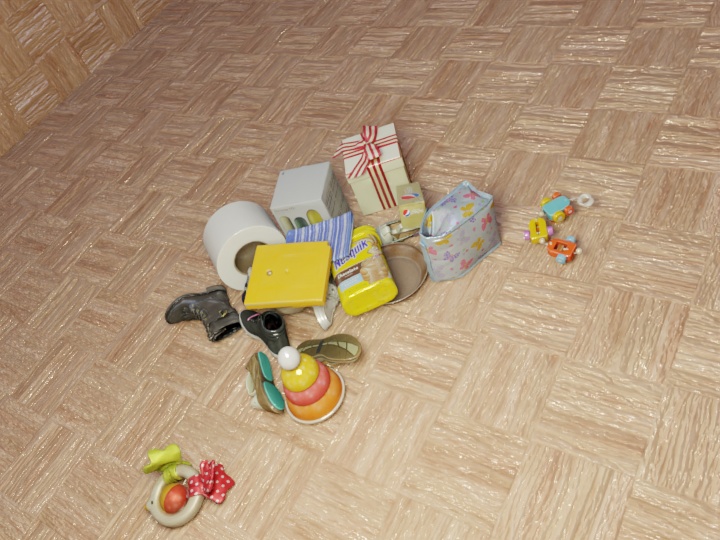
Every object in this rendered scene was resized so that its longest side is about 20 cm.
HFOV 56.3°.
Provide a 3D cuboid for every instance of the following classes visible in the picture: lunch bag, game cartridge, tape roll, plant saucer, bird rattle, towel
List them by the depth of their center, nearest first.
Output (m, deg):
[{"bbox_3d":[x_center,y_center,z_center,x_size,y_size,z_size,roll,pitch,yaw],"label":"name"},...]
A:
[{"bbox_3d":[-0.381,0.475,1.461,0.198,0.113,0.164,19,70,21],"label":"bird rattle"},{"bbox_3d":[-0.170,0.011,1.620,0.197,0.033,0.178,-2,55,13],"label":"game cartridge"},{"bbox_3d":[0.226,-0.087,1.623,0.200,0.170,0.127,-40,47,-14],"label":"lunch bag"},{"bbox_3d":[0.078,0.015,1.692,0.198,0.037,0.202,-13,45,13],"label":"plant saucer"},{"bbox_3d":[-0.111,-0.069,1.700,0.198,0.024,0.146,-16,47,25],"label":"towel"},{"bbox_3d":[-0.312,-0.067,1.823,0.201,0.204,0.139,-32,45,-7],"label":"tape roll"}]

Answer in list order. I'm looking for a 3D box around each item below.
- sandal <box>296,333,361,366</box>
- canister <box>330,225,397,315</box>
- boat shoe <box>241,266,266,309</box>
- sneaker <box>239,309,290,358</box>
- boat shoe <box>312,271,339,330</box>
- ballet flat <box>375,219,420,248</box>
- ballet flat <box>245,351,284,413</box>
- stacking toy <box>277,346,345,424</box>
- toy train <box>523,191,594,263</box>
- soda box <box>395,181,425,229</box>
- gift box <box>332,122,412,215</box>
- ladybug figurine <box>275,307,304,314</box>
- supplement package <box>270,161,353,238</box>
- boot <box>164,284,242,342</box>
[{"bbox_3d":[-0.073,0.197,1.587,0.198,0.054,0.081,-11,39,36],"label":"sandal"},{"bbox_3d":[0.000,0.000,1.655,0.147,0.087,0.201,-24,45,5],"label":"canister"},{"bbox_3d":[-0.257,0.072,1.718,0.074,0.094,0.200,12,20,-20],"label":"boat shoe"},{"bbox_3d":[-0.241,0.126,1.676,0.070,0.100,0.199,-27,44,-30],"label":"sneaker"},{"bbox_3d":[-0.081,0.061,1.696,0.068,0.071,0.202,-17,44,11],"label":"boat shoe"},{"bbox_3d":[0.098,-0.105,1.762,0.198,0.071,0.070,-20,77,4],"label":"ballet flat"},{"bbox_3d":[-0.232,0.277,1.578,0.072,0.068,0.201,-43,43,11],"label":"ballet flat"},{"bbox_3d":[-0.127,0.227,1.472,0.144,0.201,0.147,-12,45,13],"label":"stacking toy"},{"bbox_3d":[0.477,-0.097,1.607,0.149,0.056,0.201,14,60,32],"label":"toy train"},{"bbox_3d":[0.131,-0.171,1.739,0.067,0.065,0.200,-10,21,5],"label":"soda box"},{"bbox_3d":[0.034,-0.281,1.875,0.198,0.188,0.186,-19,44,5],"label":"gift box"},{"bbox_3d":[-0.175,0.033,1.747,0.135,0.072,0.202,-39,42,26],"label":"ladybug figurine"},{"bbox_3d":[-0.128,-0.160,1.827,0.150,0.201,0.152,-8,46,18],"label":"supplement package"},{"bbox_3d":[-0.411,0.128,1.779,0.198,0.070,0.175,-26,44,-10],"label":"boot"}]
